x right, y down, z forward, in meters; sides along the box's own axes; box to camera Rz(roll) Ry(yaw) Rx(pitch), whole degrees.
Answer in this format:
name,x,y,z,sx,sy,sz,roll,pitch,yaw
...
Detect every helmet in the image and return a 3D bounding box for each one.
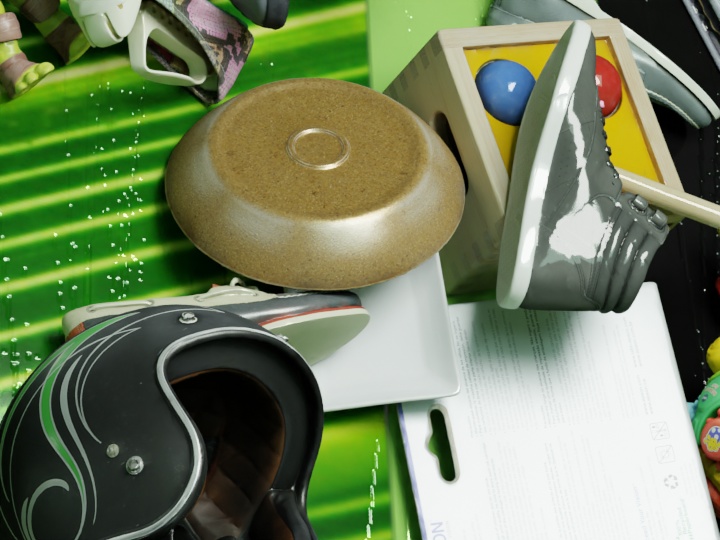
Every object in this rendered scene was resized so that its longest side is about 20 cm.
name,x,y,z,sx,sy,sz,roll,pitch,yaw
helmet,-0.117,0.118,1.319,0.199,0.200,0.191,14,44,-21

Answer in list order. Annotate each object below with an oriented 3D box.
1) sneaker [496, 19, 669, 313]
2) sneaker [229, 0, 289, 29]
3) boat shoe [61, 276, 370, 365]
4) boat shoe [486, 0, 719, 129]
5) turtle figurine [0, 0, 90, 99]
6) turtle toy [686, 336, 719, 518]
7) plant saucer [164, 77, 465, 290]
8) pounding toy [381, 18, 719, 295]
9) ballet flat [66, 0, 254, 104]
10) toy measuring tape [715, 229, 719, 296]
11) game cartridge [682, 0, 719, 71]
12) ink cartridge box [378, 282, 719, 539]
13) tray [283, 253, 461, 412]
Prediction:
name,x,y,z,sx,sy,sz,roll,pitch,yaw
sneaker,0.153,-0.060,1.499,0.099,0.071,0.201,14,73,-9
sneaker,-0.112,-0.217,1.553,0.087,0.075,0.200,-8,35,-20
boat shoe,-0.090,0.036,1.454,0.199,0.071,0.063,-13,59,-23
boat shoe,0.181,-0.158,1.723,0.200,0.073,0.062,34,97,-17
turtle figurine,-0.251,-0.191,1.491,0.162,0.064,0.200,55,38,-5
turtle toy,0.278,0.128,1.545,0.101,0.200,0.146,-36,100,-7
plant saucer,-0.029,-0.069,1.510,0.199,0.036,0.201,2,44,-2
pounding toy,0.147,-0.072,1.594,0.183,0.142,0.201,-7,69,-30
ballet flat,-0.144,-0.167,1.502,0.200,0.069,0.072,33,61,-46
toy measuring tape,0.315,0.042,1.682,0.074,0.073,0.201,-38,103,-37
game cartridge,0.330,-0.196,1.825,0.133,0.041,0.201,-17,74,-30
ink cartridge box,0.123,0.113,1.535,0.199,0.043,0.197,-7,67,-9
tray,0.000,0.000,1.537,0.107,0.022,0.201,-7,66,-5
